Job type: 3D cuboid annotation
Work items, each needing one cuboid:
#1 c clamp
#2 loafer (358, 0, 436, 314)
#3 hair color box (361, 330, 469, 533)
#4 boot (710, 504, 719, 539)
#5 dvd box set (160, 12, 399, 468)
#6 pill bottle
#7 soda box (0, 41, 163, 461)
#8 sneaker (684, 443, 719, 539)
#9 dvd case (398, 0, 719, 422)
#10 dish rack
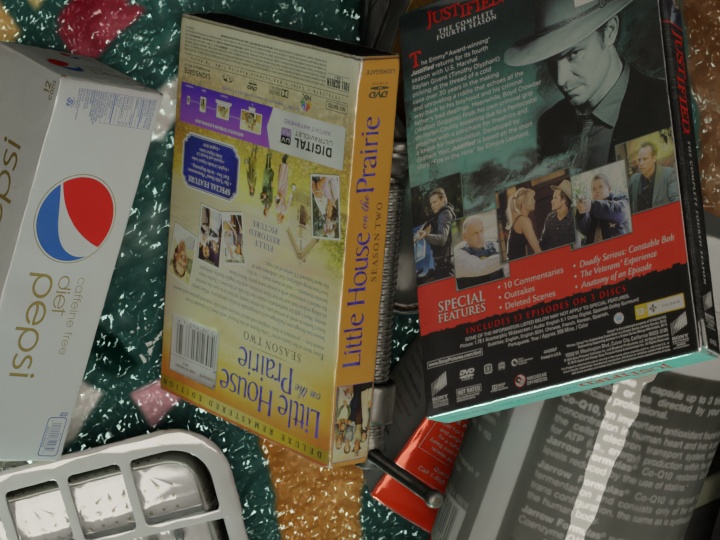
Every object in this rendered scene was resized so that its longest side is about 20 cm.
[{"bbox_3d":[0.000,0.000,1.031,0.027,0.171,0.200,-4,100,-32],"label":"c clamp"},{"bbox_3d":[0.025,-0.070,1.054,0.073,0.072,0.200,-2,105,-7],"label":"loafer"},{"bbox_3d":[0.078,0.034,1.071,0.061,0.102,0.200,32,99,-13],"label":"hair color box"},{"bbox_3d":[0.256,0.123,1.093,0.165,0.066,0.200,8,86,-24],"label":"boot"},{"bbox_3d":[-0.043,-0.018,1.028,0.029,0.146,0.200,-6,107,-39],"label":"dvd box set"},{"bbox_3d":[0.112,0.065,0.972,0.114,0.114,0.200,17,101,-10],"label":"pill bottle"},{"bbox_3d":[-0.166,-0.008,1.041,0.064,0.068,0.200,7,105,-43],"label":"soda box"},{"bbox_3d":[0.145,0.176,1.125,0.200,0.075,0.106,-24,101,-1],"label":"sneaker"},{"bbox_3d":[0.084,-0.043,0.929,0.146,0.022,0.200,-18,68,36],"label":"dvd case"},{"bbox_3d":[-0.136,0.186,1.115,0.171,0.044,0.200,-14,105,-3],"label":"dish rack"}]
